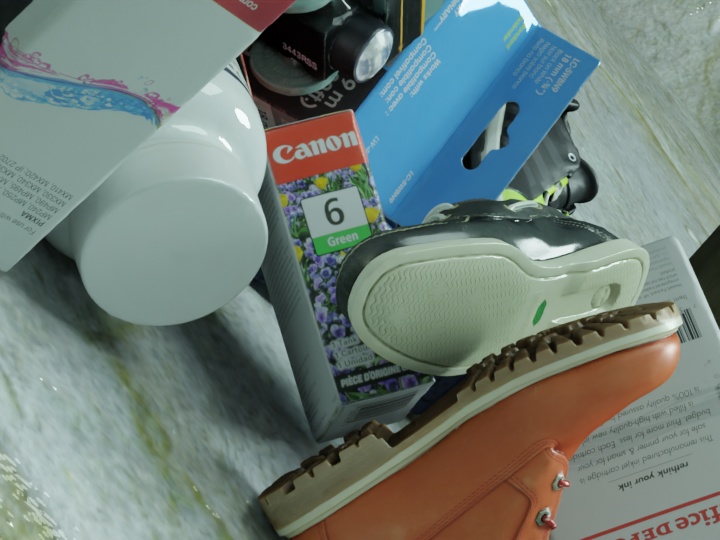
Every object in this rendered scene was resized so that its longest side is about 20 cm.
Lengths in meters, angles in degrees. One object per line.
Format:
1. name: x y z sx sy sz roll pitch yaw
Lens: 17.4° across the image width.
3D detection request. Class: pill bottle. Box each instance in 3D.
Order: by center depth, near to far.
1. pill bottle: -0.105 -0.071 1.056 0.111 0.111 0.200 38 19 -41

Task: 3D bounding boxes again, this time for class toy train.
1. toy train: -0.047 -0.168 1.177 0.200 0.114 0.085 35 -31 25

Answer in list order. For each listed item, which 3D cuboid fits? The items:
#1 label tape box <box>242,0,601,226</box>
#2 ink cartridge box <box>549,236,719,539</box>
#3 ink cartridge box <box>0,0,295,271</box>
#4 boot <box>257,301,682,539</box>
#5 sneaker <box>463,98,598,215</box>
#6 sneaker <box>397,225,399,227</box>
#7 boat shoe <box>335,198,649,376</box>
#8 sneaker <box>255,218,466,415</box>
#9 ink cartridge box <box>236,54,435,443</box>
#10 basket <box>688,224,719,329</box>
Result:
1. label tape box: 0.004 -0.120 1.223 0.200 0.144 0.063 30 -20 20
2. ink cartridge box: 0.137 0.097 1.139 0.068 0.116 0.200 74 -3 -62
3. ink cartridge box: -0.123 -0.121 0.955 0.083 0.200 0.146 32 23 -45
4. boot: 0.067 0.091 1.020 0.107 0.200 0.075 58 9 0
5. sneaker: 0.098 -0.052 1.346 0.083 0.072 0.200 9 41 -3
6. sneaker: 0.071 0.011 1.502 0.200 0.074 0.081 46 4 -40
7. boat shoe: 0.050 0.002 1.071 0.068 0.072 0.200 40 26 31
8. sneaker: 0.000 0.000 1.282 0.200 0.074 0.082 45 14 -26
9. ink cartridge box: -0.022 -0.025 1.123 0.109 0.050 0.201 120 -45 -75
10. basket: 0.223 0.085 1.490 0.180 0.200 0.136 51 15 2
